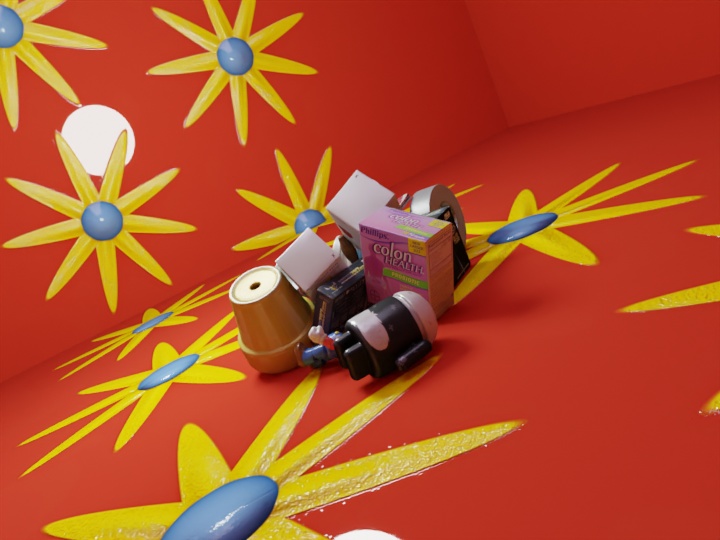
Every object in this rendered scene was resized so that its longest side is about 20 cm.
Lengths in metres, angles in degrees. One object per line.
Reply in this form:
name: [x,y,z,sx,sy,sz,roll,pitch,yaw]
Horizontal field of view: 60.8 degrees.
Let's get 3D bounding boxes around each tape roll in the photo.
tape roll: [0.215,-0.130,1.681,0.066,0.202,0.200,-15,15,35]

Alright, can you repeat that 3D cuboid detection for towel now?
towel: [0.044,-0.134,1.685,0.199,0.023,0.144,-26,20,51]

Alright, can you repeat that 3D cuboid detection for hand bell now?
hand bell: [0.000,0.000,1.521,0.104,0.201,0.104,-30,17,10]

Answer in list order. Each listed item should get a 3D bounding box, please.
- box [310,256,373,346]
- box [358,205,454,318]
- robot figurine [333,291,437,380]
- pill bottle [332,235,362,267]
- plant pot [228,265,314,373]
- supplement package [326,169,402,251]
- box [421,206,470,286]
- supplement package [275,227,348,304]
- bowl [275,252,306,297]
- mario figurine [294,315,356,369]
box: [-0.029,0.070,1.394,0.051,0.159,0.200,28,41,25]
box: [0.100,-0.013,1.309,0.175,0.202,0.096,19,38,36]
robot figurine: [0.051,0.123,1.151,0.199,0.151,0.125,-29,-15,-18]
pill bottle: [0.033,-0.043,1.591,0.198,0.110,0.109,5,23,18]
plant pot: [-0.206,0.100,1.412,0.199,0.190,0.202,-15,36,11]
supplement package: [0.023,-0.119,1.452,0.120,0.121,0.200,-51,-25,-8]
box: [0.175,-0.040,1.477,0.086,0.165,0.200,-15,15,33]
supplement package: [-0.093,0.009,1.418,0.114,0.109,0.200,-45,-25,-7]
bowl: [-0.165,0.012,1.805,0.200,0.090,0.202,-28,40,26]
mario figurine: [-0.037,0.138,1.287,0.199,0.107,0.123,-21,11,22]
